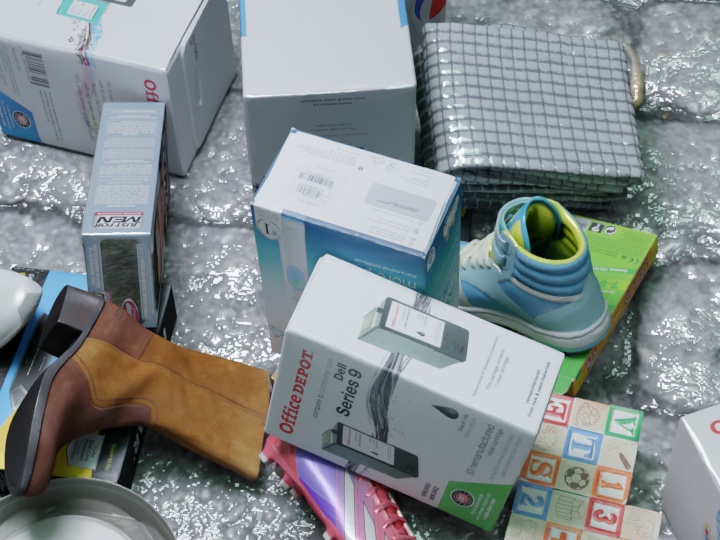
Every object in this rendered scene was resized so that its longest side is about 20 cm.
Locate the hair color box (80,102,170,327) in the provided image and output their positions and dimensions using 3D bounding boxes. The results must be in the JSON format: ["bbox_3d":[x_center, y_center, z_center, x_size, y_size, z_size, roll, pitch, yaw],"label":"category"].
[{"bbox_3d":[-0.201,-0.052,1.329,0.060,0.100,0.201,0,38,-2],"label":"hair color box"}]

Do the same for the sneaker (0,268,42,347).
[{"bbox_3d":[-0.347,0.019,1.297,0.199,0.080,0.071,4,56,42],"label":"sneaker"}]

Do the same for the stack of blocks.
[{"bbox_3d":[0.174,0.202,1.196,0.114,0.059,0.201,11,55,11],"label":"stack of blocks"}]

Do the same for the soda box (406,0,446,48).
[{"bbox_3d":[0.040,-0.273,1.464,0.063,0.201,0.068,-36,60,-24],"label":"soda box"}]

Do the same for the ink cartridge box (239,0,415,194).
[{"bbox_3d":[-0.029,-0.142,1.363,0.144,0.201,0.148,-4,53,-2],"label":"ink cartridge box"}]

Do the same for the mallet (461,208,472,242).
[{"bbox_3d":[0.087,-0.077,1.423,0.065,0.041,0.202,11,59,9],"label":"mallet"}]

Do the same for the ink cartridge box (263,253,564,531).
[{"bbox_3d":[0.036,0.094,1.163,0.198,0.147,0.084,22,51,6],"label":"ink cartridge box"}]

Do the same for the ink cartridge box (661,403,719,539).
[{"bbox_3d":[0.333,0.203,1.134,0.146,0.145,0.201,-15,54,-9],"label":"ink cartridge box"}]

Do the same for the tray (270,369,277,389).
[{"bbox_3d":[0.034,0.110,1.287,0.199,0.037,0.099,28,59,21],"label":"tray"}]

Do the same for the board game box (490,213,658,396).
[{"bbox_3d":[0.176,0.031,1.324,0.095,0.030,0.200,16,48,28],"label":"board game box"}]

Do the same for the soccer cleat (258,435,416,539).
[{"bbox_3d":[0.001,0.184,1.206,0.076,0.067,0.200,-44,60,-2],"label":"soccer cleat"}]

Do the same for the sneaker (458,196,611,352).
[{"bbox_3d":[0.115,-0.019,1.279,0.198,0.131,0.080,17,51,31],"label":"sneaker"}]

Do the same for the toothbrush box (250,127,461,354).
[{"bbox_3d":[0.000,0.000,1.223,0.145,0.201,0.086,18,56,14],"label":"toothbrush box"}]

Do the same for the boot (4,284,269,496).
[{"bbox_3d":[-0.174,0.127,1.227,0.199,0.069,0.190,27,43,-19],"label":"boot"}]

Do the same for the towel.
[{"bbox_3d":[0.150,-0.137,1.397,0.197,0.086,0.167,2,61,-13],"label":"towel"}]

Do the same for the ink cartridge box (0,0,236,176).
[{"bbox_3d":[-0.238,-0.208,1.465,0.198,0.147,0.147,14,55,12],"label":"ink cartridge box"}]

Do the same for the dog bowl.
[{"bbox_3d":[-0.226,0.261,1.174,0.197,0.059,0.202,-1,54,1],"label":"dog bowl"}]

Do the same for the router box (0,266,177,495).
[{"bbox_3d":[-0.249,0.096,1.299,0.147,0.051,0.202,6,53,6],"label":"router box"}]
